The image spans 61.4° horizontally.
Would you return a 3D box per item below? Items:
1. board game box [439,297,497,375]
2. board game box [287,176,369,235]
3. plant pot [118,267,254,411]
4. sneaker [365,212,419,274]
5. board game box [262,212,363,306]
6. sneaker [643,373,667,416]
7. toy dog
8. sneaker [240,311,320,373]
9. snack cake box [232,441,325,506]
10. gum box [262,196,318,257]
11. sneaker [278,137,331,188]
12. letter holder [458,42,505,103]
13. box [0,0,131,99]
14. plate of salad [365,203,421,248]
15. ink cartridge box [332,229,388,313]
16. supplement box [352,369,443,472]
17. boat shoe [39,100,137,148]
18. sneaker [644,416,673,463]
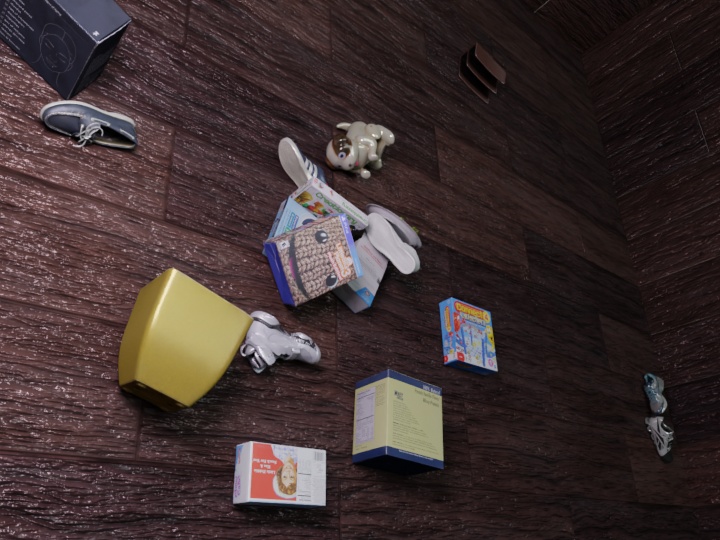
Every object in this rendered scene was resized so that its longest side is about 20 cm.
[{"bbox_3d":[0.338,0.209,1.900,0.196,0.055,0.202,19,58,-37],"label":"board game box"},{"bbox_3d":[-0.088,-0.157,1.617,0.198,0.125,0.035,33,49,-27],"label":"board game box"},{"bbox_3d":[-0.356,0.152,1.164,0.192,0.193,0.205,35,58,-25],"label":"plant pot"},{"bbox_3d":[0.092,-0.071,1.708,0.202,0.073,0.115,54,13,11],"label":"sneaker"},{"bbox_3d":[-0.114,-0.028,1.473,0.196,0.096,0.164,-24,103,-25],"label":"board game box"},{"bbox_3d":[1.276,0.541,2.648,0.085,0.078,0.203,32,42,-12],"label":"sneaker"},{"bbox_3d":[-0.019,-0.366,1.786,0.195,0.140,0.199,48,43,4],"label":"toy dog"},{"bbox_3d":[-0.185,0.189,1.388,0.198,0.075,0.117,35,50,-20],"label":"sneaker"},{"bbox_3d":[-0.167,0.436,1.284,0.196,0.066,0.119,20,58,-36],"label":"snack cake box"},{"bbox_3d":[-0.144,-0.063,1.575,0.198,0.044,0.174,35,50,-25],"label":"gum box"},{"bbox_3d":[-0.149,-0.280,1.662,0.203,0.074,0.085,60,43,-17],"label":"sneaker"},{"bbox_3d":[0.514,-0.828,2.565,0.198,0.099,0.146,33,52,-28],"label":"letter holder"},{"bbox_3d":[-0.609,-0.503,1.232,0.200,0.195,0.125,45,45,-18],"label":"box"},{"bbox_3d":[0.100,-0.133,1.747,0.199,0.199,0.049,42,76,-20],"label":"plate of salad"},{"bbox_3d":[0.000,0.000,1.666,0.116,0.067,0.203,44,45,-20],"label":"ink cartridge box"},{"bbox_3d":[0.095,0.384,1.515,0.197,0.133,0.206,24,55,-33],"label":"supplement box"},{"bbox_3d":[-0.562,-0.296,1.267,0.197,0.074,0.063,6,53,-52],"label":"boat shoe"},{"bbox_3d":[1.279,0.710,2.544,0.073,0.087,0.205,-25,89,-48],"label":"sneaker"}]
